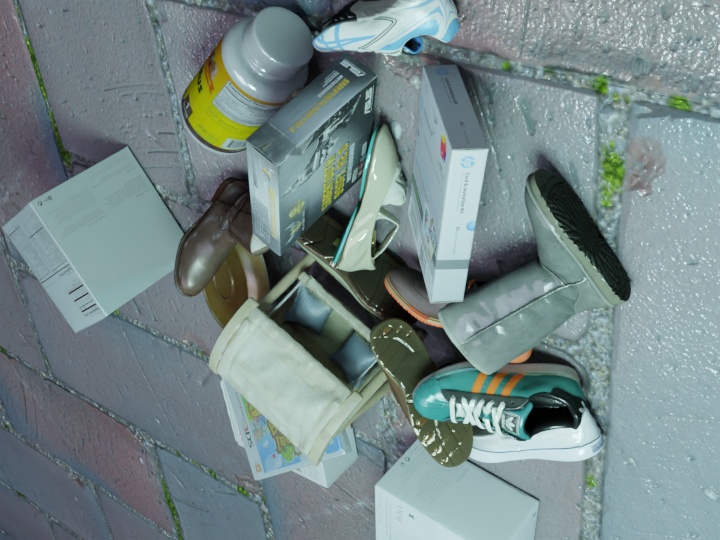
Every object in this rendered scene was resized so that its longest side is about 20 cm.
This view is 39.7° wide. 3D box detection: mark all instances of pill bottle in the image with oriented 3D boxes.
[{"bbox_3d":[-0.133,-0.227,1.190,0.109,0.109,0.200,52,142,-2],"label":"pill bottle"}]

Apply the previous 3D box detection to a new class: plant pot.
[{"bbox_3d":[-0.193,0.011,1.460,0.200,0.027,0.202,29,126,49],"label":"plant pot"}]

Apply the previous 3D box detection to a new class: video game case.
[{"bbox_3d":[-0.115,0.203,1.472,0.199,0.022,0.183,-24,81,39],"label":"video game case"}]

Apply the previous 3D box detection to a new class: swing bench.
[{"bbox_3d":[-0.060,0.110,1.319,0.199,0.200,0.130,40,142,14],"label":"swing bench"}]

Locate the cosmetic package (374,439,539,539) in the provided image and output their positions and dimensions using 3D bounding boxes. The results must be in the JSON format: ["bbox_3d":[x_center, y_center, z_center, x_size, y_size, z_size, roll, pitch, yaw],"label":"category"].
[{"bbox_3d":[0.132,0.378,1.411,0.199,0.123,0.200,24,136,29],"label":"cosmetic package"}]

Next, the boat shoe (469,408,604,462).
[{"bbox_3d":[0.204,0.193,1.233,0.199,0.074,0.066,-11,108,39],"label":"boat shoe"}]

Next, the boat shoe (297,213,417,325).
[{"bbox_3d":[0.000,0.000,1.290,0.200,0.072,0.076,43,168,9],"label":"boat shoe"}]

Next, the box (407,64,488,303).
[{"bbox_3d":[0.088,-0.091,1.055,0.157,0.041,0.201,-101,10,-48],"label":"box"}]

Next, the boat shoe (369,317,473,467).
[{"bbox_3d":[0.076,0.146,1.229,0.201,0.072,0.068,60,177,-3],"label":"boat shoe"}]

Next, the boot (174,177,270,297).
[{"bbox_3d":[-0.165,-0.034,1.306,0.064,0.188,0.200,23,179,-32],"label":"boot"}]

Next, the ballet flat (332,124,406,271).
[{"bbox_3d":[0.022,-0.080,1.190,0.069,0.069,0.201,34,128,20],"label":"ballet flat"}]

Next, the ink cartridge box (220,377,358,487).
[{"bbox_3d":[-0.112,0.232,1.571,0.199,0.083,0.148,18,130,36],"label":"ink cartridge box"}]

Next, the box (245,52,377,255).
[{"bbox_3d":[-0.055,-0.125,1.114,0.048,0.158,0.200,38,157,15],"label":"box"}]

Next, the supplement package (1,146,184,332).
[{"bbox_3d":[-0.405,-0.047,1.552,0.147,0.191,0.201,-21,104,52],"label":"supplement package"}]

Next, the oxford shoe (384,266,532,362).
[{"bbox_3d":[0.122,0.032,1.187,0.199,0.071,0.073,25,127,18],"label":"oxford shoe"}]

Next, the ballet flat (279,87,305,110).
[{"bbox_3d":[-0.071,-0.160,1.205,0.200,0.067,0.047,93,167,-62],"label":"ballet flat"}]

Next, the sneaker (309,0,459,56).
[{"bbox_3d":[0.019,-0.251,1.047,0.199,0.072,0.073,0,128,50],"label":"sneaker"}]

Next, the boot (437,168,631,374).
[{"bbox_3d":[0.165,0.007,1.074,0.199,0.073,0.182,-27,100,40],"label":"boot"}]

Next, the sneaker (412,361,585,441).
[{"bbox_3d":[0.159,0.153,1.146,0.198,0.080,0.072,-5,122,4],"label":"sneaker"}]

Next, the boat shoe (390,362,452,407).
[{"bbox_3d":[0.118,0.158,1.294,0.074,0.063,0.201,46,149,-21],"label":"boat shoe"}]
